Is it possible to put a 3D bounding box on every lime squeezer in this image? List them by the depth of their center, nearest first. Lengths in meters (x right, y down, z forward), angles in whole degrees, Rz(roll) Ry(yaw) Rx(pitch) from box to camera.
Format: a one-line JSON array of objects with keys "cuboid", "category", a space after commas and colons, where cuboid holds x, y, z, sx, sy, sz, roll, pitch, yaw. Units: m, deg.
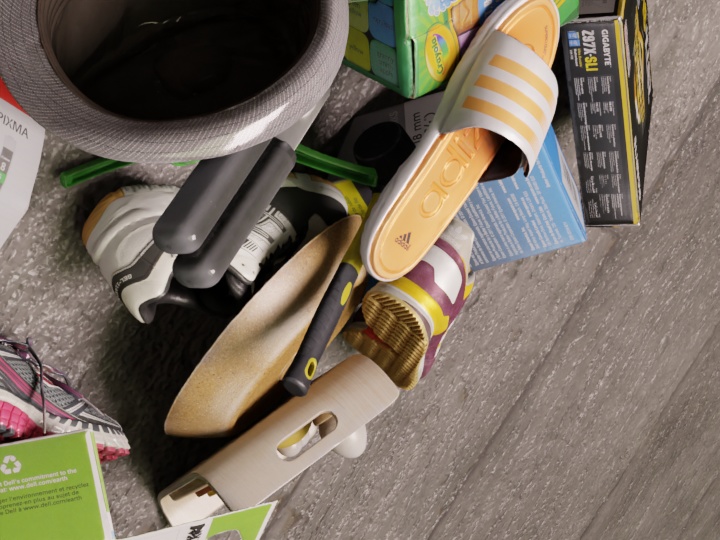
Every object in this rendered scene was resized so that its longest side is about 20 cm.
[{"cuboid": [-0.092, -0.073, 0.913, 0.198, 0.071, 0.038, -1, 142, -12], "category": "lime squeezer"}]

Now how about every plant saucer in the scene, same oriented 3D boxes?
[{"cuboid": [-0.054, 0.049, 0.982, 0.200, 0.035, 0.200, -48, 171, -10], "category": "plant saucer"}]

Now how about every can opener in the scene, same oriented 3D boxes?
[{"cuboid": [-0.077, -0.073, 0.871, 0.201, 0.066, 0.054, -60, 138, -37], "category": "can opener"}]

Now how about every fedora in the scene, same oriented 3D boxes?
[{"cuboid": [-0.106, -0.123, 0.801, 0.199, 0.178, 0.091, -25, 160, -18], "category": "fedora"}]

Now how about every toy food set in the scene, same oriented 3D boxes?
[{"cuboid": [-0.061, 0.136, 1.021, 0.143, 0.061, 0.200, -35, 178, -23], "category": "toy food set"}]

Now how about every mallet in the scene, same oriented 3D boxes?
[{"cuboid": [0.000, 0.000, 0.920, 0.066, 0.041, 0.202, 48, 52, -43], "category": "mallet"}]

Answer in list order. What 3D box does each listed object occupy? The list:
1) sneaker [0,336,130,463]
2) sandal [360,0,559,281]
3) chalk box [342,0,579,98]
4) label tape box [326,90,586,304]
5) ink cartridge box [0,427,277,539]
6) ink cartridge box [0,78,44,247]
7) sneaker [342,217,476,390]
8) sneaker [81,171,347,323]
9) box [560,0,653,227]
[{"cuboid": [-0.210, 0.082, 0.894, 0.080, 0.075, 0.200, -15, 157, 16], "category": "sneaker"}, {"cuboid": [0.079, -0.074, 0.892, 0.079, 0.059, 0.208, 31, 91, -51], "category": "sandal"}, {"cuboid": [0.031, -0.199, 0.902, 0.199, 0.125, 0.125, -28, 134, -28], "category": "chalk box"}, {"cuboid": [0.051, -0.057, 1.050, 0.198, 0.064, 0.145, -15, 142, 15], "category": "label tape box"}, {"cuboid": [-0.165, 0.157, 0.894, 0.198, 0.076, 0.148, -10, 155, -18], "category": "ink cartridge box"}, {"cuboid": [-0.230, -0.092, 0.768, 0.201, 0.050, 0.161, -54, 142, 1], "category": "ink cartridge box"}, {"cuboid": [0.044, 0.025, 1.045, 0.090, 0.075, 0.200, -50, 177, -16], "category": "sneaker"}, {"cuboid": [-0.083, -0.008, 0.933, 0.199, 0.088, 0.076, -10, 148, -37], "category": "sneaker"}, {"cuboid": [0.192, -0.160, 1.090, 0.201, 0.049, 0.161, 74, 21, -43], "category": "box"}]
